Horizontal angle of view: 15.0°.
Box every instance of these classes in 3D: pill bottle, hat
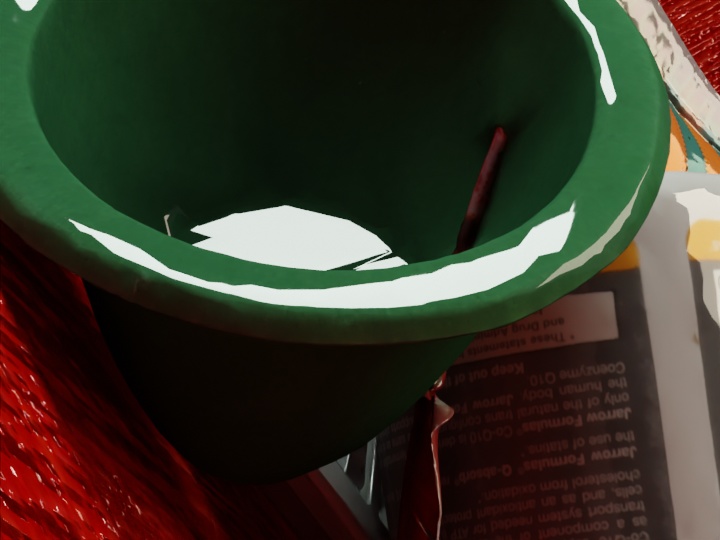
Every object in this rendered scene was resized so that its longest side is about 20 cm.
[{"bbox_3d":[0.065,0.082,0.705,0.116,0.116,0.201,45,38,-79],"label":"pill bottle"},{"bbox_3d":[-0.020,0.028,0.662,0.200,0.165,0.177,-71,170,-49],"label":"hat"}]

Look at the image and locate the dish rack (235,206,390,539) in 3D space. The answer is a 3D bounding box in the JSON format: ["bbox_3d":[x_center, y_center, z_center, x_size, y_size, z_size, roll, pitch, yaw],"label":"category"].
[{"bbox_3d":[0.000,0.000,0.787,0.172,0.043,0.201,54,35,-40],"label":"dish rack"}]

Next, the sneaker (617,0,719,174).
[{"bbox_3d":[0.080,-0.016,0.808,0.200,0.080,0.071,48,-35,-11],"label":"sneaker"}]
